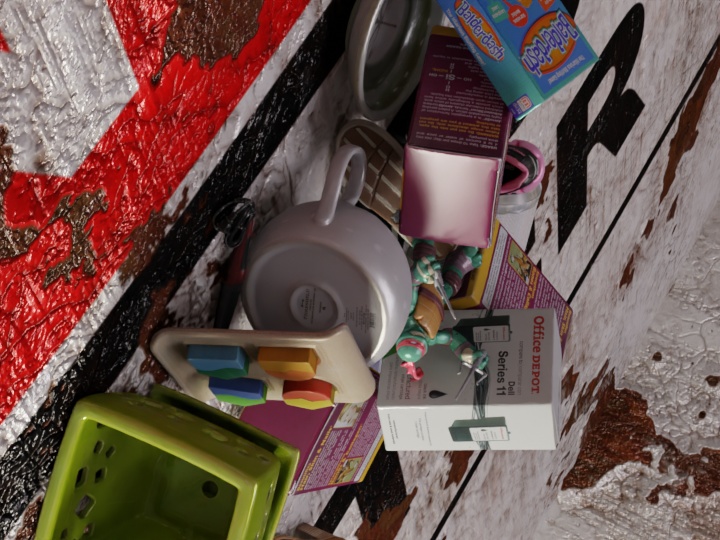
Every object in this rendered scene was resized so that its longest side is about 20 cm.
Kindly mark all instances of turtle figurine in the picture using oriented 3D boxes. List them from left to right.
[{"bbox_3d":[0.079,0.036,1.712,0.202,0.099,0.150,-77,148,-42],"label":"turtle figurine"}]

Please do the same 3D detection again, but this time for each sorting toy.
[{"bbox_3d":[-0.095,0.104,1.588,0.186,0.197,0.037,66,23,-63],"label":"sorting toy"}]

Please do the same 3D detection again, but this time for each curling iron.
[{"bbox_3d":[-0.137,0.008,1.604,0.049,0.026,0.202,-19,138,-35],"label":"curling iron"}]

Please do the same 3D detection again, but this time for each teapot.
[{"bbox_3d":[-0.025,-0.001,1.661,0.199,0.198,0.146,-33,-166,35],"label":"teapot"}]

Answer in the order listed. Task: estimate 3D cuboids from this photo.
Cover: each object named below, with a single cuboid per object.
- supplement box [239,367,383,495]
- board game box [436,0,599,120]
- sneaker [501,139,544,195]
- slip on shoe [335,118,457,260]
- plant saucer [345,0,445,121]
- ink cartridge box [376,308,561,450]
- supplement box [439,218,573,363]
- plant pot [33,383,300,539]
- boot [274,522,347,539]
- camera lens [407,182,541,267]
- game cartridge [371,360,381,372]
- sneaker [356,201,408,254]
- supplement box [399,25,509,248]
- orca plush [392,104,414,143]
[{"bbox_3d":[-0.048,0.174,1.832,0.132,0.103,0.200,-62,158,9],"label":"supplement box"},{"bbox_3d":[0.153,-0.271,1.643,0.045,0.201,0.152,-32,-176,38],"label":"board game box"},{"bbox_3d":[0.117,-0.114,1.863,0.095,0.197,0.080,-53,135,-72],"label":"sneaker"},{"bbox_3d":[0.041,-0.097,1.784,0.076,0.200,0.061,-39,-154,15],"label":"slip on shoe"},{"bbox_3d":[0.031,-0.262,1.681,0.201,0.050,0.202,-51,155,-34],"label":"plant saucer"},{"bbox_3d":[0.125,0.122,1.771,0.084,0.197,0.148,78,14,-45],"label":"ink cartridge box"},{"bbox_3d":[0.159,0.050,1.899,0.200,0.102,0.132,47,44,-32],"label":"supplement box"},{"bbox_3d":[-0.176,0.229,1.514,0.181,0.198,0.201,-21,132,-70],"label":"plant pot"},{"bbox_3d":[-0.051,0.412,2.070,0.199,0.154,0.078,-15,127,-64],"label":"boot"},{"bbox_3d":[0.138,-0.057,2.018,0.160,0.159,0.202,-36,145,-53],"label":"camera lens"},{"bbox_3d":[0.049,0.096,2.151,0.200,0.038,0.131,-45,155,-45],"label":"game cartridge"},{"bbox_3d":[0.000,0.000,1.839,0.111,0.072,0.203,3,95,-46],"label":"sneaker"},{"bbox_3d":[0.107,-0.144,1.682,0.132,0.102,0.202,94,7,-46],"label":"supplement box"},{"bbox_3d":[0.103,-0.195,1.875,0.200,0.104,0.072,-38,136,-56],"label":"orca plush"}]
